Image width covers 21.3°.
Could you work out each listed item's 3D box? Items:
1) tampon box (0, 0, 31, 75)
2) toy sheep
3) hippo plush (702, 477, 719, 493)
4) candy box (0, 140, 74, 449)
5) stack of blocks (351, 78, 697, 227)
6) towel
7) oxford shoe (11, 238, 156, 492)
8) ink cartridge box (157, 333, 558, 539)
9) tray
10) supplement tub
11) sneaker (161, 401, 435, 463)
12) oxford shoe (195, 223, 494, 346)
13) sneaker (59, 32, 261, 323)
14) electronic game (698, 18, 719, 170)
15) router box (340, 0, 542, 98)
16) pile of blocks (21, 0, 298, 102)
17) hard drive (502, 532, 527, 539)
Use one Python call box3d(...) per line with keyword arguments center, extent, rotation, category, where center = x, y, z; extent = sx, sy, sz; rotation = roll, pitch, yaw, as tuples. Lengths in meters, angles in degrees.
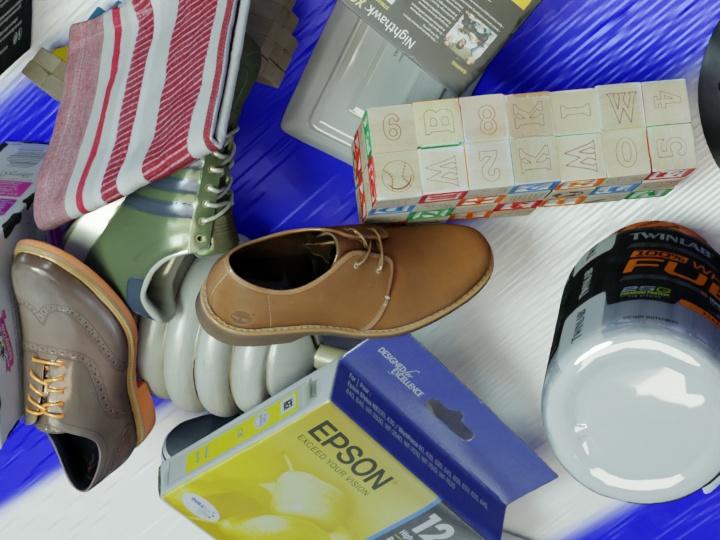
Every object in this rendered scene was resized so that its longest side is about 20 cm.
box3d(center=(-0.297, -0.225, 1.217), extent=(0.150, 0.126, 0.200), rotation=(9, 115, 6), category="tampon box")
box3d(center=(-0.093, 0.035, 1.296), extent=(0.200, 0.138, 0.138), rotation=(19, 118, 21), category="toy sheep")
box3d(center=(0.300, 0.098, 1.229), extent=(0.200, 0.161, 0.160), rotation=(-12, 112, 16), category="hippo plush")
box3d(center=(-0.239, 0.011, 1.273), extent=(0.061, 0.200, 0.137), rotation=(3, 114, 9), category="candy box")
box3d(center=(0.099, -0.071, 1.206), extent=(0.200, 0.115, 0.059), rotation=(-6, 82, -5), category="stack of blocks")
box3d(center=(-0.133, -0.112, 1.155), extent=(0.023, 0.144, 0.200), rotation=(21, 155, -33), category="towel")
box3d(center=(-0.185, 0.064, 1.230), extent=(0.071, 0.073, 0.200), rotation=(11, 139, 27), category="oxford shoe")
box3d(center=(0.002, 0.147, 1.297), extent=(0.200, 0.047, 0.198), rotation=(-30, 127, 23), category="ink cartridge box")
box3d(center=(0.031, -0.148, 1.247), extent=(0.107, 0.022, 0.200), rotation=(27, 116, -3), category="tray")
box3d(center=(0.182, 0.050, 1.208), extent=(0.122, 0.200, 0.123), rotation=(4, 115, 9), category="supplement tub")
box3d(center=(-0.040, 0.113, 1.348), extent=(0.199, 0.079, 0.080), rotation=(3, 127, -2), category="sneaker")
box3d(center=(0.000, 0.000, 1.194), extent=(0.200, 0.071, 0.071), rotation=(-11, 152, -23), category="oxford shoe")
box3d(center=(-0.102, -0.051, 1.194), extent=(0.090, 0.067, 0.200), rotation=(43, 116, 9), category="sneaker")
box3d(center=(0.312, -0.108, 1.199), extent=(0.200, 0.042, 0.200), rotation=(8, 117, 16), category="electronic game")
box3d(center=(0.036, -0.229, 1.171), extent=(0.200, 0.052, 0.157), rotation=(40, 103, -5), category="router box")
box3d(center=(-0.123, -0.145, 1.267), extent=(0.200, 0.082, 0.062), rotation=(-7, 156, 24), category="pile of blocks")
box3d(center=(0.159, 0.274, 1.412), extent=(0.200, 0.027, 0.132), rotation=(18, 116, 3), category="hard drive")
